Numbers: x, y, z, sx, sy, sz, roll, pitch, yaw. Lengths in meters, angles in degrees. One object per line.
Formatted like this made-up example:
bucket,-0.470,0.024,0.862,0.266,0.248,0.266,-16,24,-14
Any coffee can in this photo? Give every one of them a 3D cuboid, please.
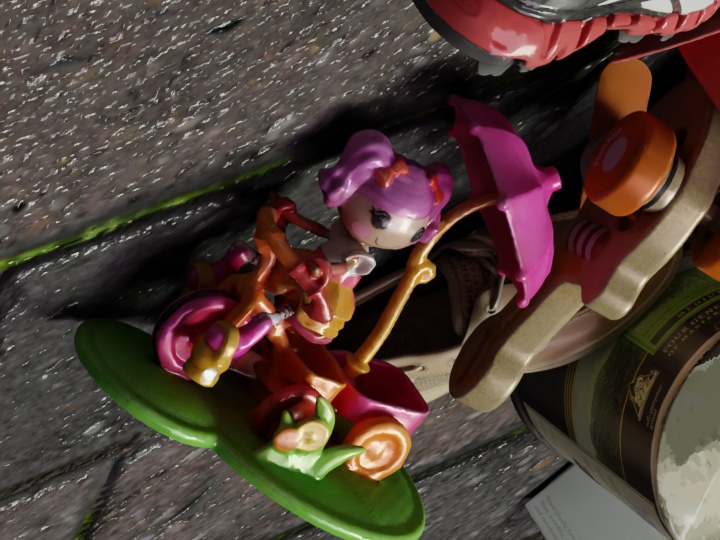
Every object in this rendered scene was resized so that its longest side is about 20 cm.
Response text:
coffee can,0.177,0.063,1.476,0.146,0.147,0.200,-29,-158,-10

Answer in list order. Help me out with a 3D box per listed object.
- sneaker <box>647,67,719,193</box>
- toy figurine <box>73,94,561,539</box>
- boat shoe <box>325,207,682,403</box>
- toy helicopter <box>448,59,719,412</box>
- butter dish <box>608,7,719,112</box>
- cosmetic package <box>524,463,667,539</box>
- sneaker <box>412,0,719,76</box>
sneaker,0.225,-0.079,1.458,0.200,0.075,0.085,-11,156,-46
toy figurine,0.000,0.000,1.277,0.200,0.150,0.184,24,110,-37
boat shoe,0.064,0.016,1.418,0.200,0.071,0.065,-26,155,12
toy helicopter,0.105,-0.013,1.340,0.079,0.132,0.200,30,120,-20
butter dish,0.248,-0.093,1.244,0.200,0.148,0.199,-28,-173,-38
cosmetic package,0.213,0.183,2.025,0.081,0.113,0.200,-41,158,24
sneaker,0.107,-0.139,1.132,0.200,0.071,0.098,-19,149,-49
